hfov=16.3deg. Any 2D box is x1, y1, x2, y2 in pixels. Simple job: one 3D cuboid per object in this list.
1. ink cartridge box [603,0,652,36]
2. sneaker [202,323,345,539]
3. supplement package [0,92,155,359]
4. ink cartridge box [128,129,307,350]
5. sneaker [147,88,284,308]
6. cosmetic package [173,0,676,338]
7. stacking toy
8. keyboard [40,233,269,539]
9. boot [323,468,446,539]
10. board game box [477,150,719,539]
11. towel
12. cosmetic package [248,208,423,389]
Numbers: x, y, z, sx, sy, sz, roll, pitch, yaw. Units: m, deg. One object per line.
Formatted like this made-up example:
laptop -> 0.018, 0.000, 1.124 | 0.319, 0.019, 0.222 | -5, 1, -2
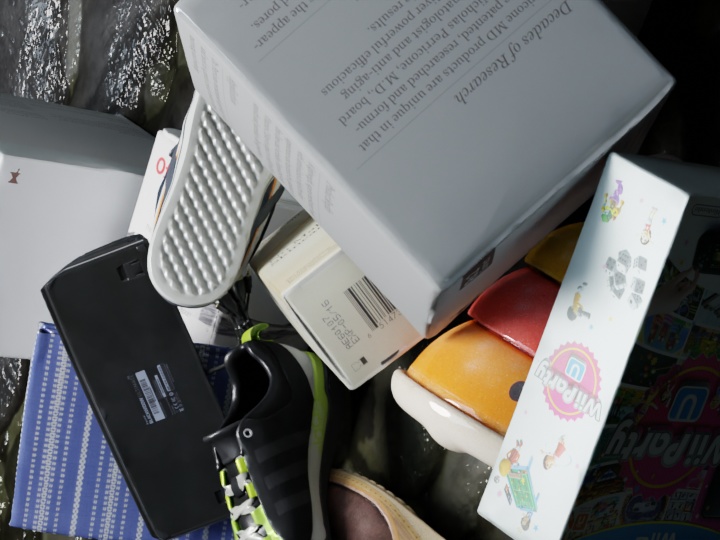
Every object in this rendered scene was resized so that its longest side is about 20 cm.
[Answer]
ink cartridge box -> 0.078, -0.144, 1.459 | 0.146, 0.083, 0.200 | 31, 109, 26
sneaker -> -0.066, 0.128, 1.526 | 0.072, 0.083, 0.200 | -31, 44, 43
supplement package -> -0.232, -0.033, 1.823 | 0.200, 0.191, 0.147 | 34, 111, 53
ink cartridge box -> -0.100, 0.023, 1.703 | 0.147, 0.083, 0.200 | 36, 112, 52
sneaker -> -0.076, -0.071, 1.529 | 0.200, 0.078, 0.079 | -63, 4, -7
cosmetic package -> 0.031, -0.098, 1.311 | 0.200, 0.165, 0.165 | 47, 173, 6
stacking toy -> 0.121, 0.022, 1.387 | 0.146, 0.146, 0.200 | 31, 93, 53
keyboard -> -0.110, 0.068, 1.592 | 0.021, 0.127, 0.200 | -99, -12, -70
boot -> -0.013, 0.216, 1.501 | 0.166, 0.072, 0.200 | -48, 42, -11
board game box -> 0.159, 0.048, 1.283 | 0.064, 0.147, 0.200 | 33, 110, 43
towel -> -0.119, 0.111, 1.627 | 0.024, 0.200, 0.145 | -104, 22, -72
cosmetic package -> 0.000, 0.000, 1.487 | 0.104, 0.073, 0.200 | -37, 11, -4
